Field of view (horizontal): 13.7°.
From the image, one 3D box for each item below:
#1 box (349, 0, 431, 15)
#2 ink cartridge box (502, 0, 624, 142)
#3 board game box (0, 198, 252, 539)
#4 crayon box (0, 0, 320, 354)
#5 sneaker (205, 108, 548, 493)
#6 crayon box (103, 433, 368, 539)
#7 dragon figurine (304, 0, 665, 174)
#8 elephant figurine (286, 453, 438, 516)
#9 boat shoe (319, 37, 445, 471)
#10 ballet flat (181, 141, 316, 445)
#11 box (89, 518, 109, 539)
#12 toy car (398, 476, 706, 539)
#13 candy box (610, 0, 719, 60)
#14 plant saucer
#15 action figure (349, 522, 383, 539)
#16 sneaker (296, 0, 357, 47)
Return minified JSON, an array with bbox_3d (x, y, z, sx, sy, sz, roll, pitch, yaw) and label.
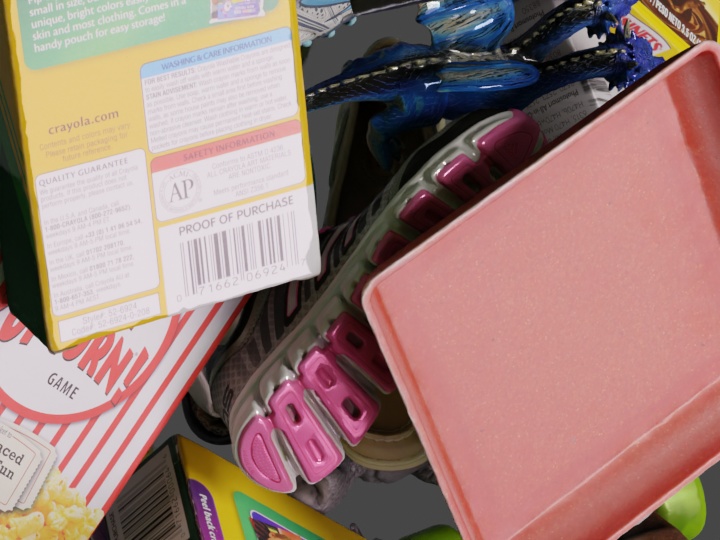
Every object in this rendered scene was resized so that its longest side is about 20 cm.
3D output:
[{"bbox_3d":[0.078,-0.225,1.259,0.199,0.117,0.198,-17,96,-48],"label":"box"},{"bbox_3d":[0.121,-0.079,1.450,0.066,0.201,0.116,-25,177,38],"label":"ink cartridge box"},{"bbox_3d":[-0.146,0.032,1.275,0.151,0.046,0.201,36,85,-41],"label":"board game box"},{"bbox_3d":[-0.088,-0.081,1.200,0.125,0.052,0.201,-16,118,-23],"label":"crayon box"},{"bbox_3d":[0.000,0.000,1.326,0.200,0.087,0.074,-51,128,0],"label":"sneaker"},{"bbox_3d":[-0.023,0.191,1.330,0.058,0.201,0.172,-40,130,21],"label":"crayon box"},{"bbox_3d":[0.042,-0.093,1.337,0.199,0.059,0.099,-3,155,-34],"label":"dragon figurine"},{"bbox_3d":[0.025,0.048,1.497,0.155,0.141,0.201,38,82,-38],"label":"elephant figurine"},{"bbox_3d":[0.009,-0.008,1.398,0.063,0.073,0.201,80,7,-72],"label":"boat shoe"},{"bbox_3d":[-0.060,0.005,1.393,0.073,0.073,0.201,-34,143,-34],"label":"ballet flat"},{"bbox_3d":[-0.074,0.206,1.422,0.097,0.176,0.200,-42,154,20],"label":"box"},{"bbox_3d":[0.119,0.105,1.438,0.163,0.158,0.201,-19,137,-24],"label":"toy car"},{"bbox_3d":[0.108,-0.173,1.398,0.200,0.026,0.103,37,45,-37],"label":"candy box"},{"bbox_3d":[0.099,0.023,1.322,0.200,0.037,0.200,-36,126,-17],"label":"plant saucer"},{"bbox_3d":[0.040,0.206,1.676,0.119,0.102,0.200,-34,109,12],"label":"action figure"},{"bbox_3d":[-0.028,-0.138,1.321,0.199,0.078,0.087,-9,133,-41],"label":"sneaker"}]
